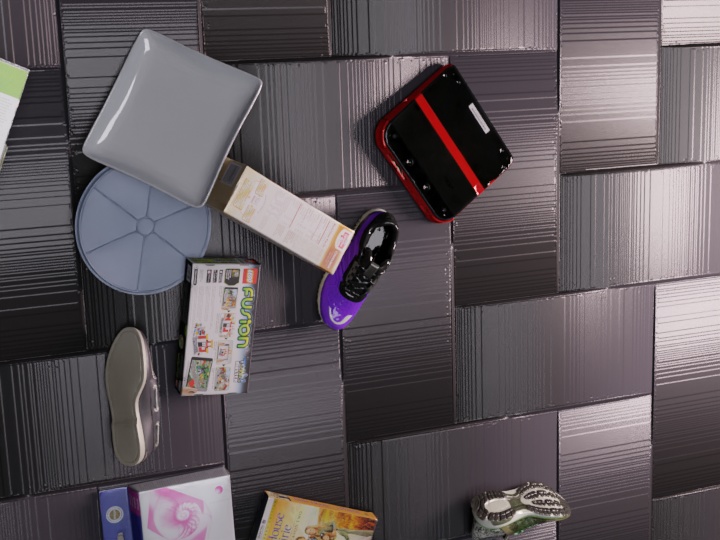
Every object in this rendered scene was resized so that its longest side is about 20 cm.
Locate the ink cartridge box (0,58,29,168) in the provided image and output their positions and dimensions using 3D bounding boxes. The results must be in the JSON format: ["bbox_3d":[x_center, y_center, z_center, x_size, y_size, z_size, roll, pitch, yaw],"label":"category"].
[{"bbox_3d":[-0.537,-0.194,1.419,0.146,0.076,0.203,19,91,-22],"label":"ink cartridge box"}]

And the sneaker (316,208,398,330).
[{"bbox_3d":[0.000,0.000,1.641,0.069,0.099,0.203,26,90,-20],"label":"sneaker"}]

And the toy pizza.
[{"bbox_3d":[-0.312,-0.066,1.548,0.197,0.032,0.204,-6,104,-23],"label":"toy pizza"}]

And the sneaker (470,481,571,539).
[{"bbox_3d":[0.268,0.423,1.851,0.197,0.077,0.090,1,131,-22],"label":"sneaker"}]

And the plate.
[{"bbox_3d":[-0.260,-0.210,1.496,0.197,0.032,0.203,24,83,9],"label":"plate"}]

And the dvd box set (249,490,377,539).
[{"bbox_3d":[-0.083,0.445,1.729,0.197,0.029,0.149,18,93,-23],"label":"dvd box set"}]

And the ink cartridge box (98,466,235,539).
[{"bbox_3d":[-0.289,0.417,1.641,0.197,0.043,0.200,-8,103,-21],"label":"ink cartridge box"}]

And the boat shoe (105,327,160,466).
[{"bbox_3d":[-0.329,0.182,1.586,0.062,0.071,0.204,-9,100,-63],"label":"boat shoe"}]

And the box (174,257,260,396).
[{"bbox_3d":[-0.212,0.084,1.597,0.108,0.035,0.204,1,104,-28],"label":"box"}]

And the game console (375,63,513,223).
[{"bbox_3d":[0.132,-0.195,1.700,0.177,0.031,0.201,-42,112,-14],"label":"game console"}]

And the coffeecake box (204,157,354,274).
[{"bbox_3d":[-0.130,-0.083,1.532,0.199,0.153,0.074,30,87,-33],"label":"coffeecake box"}]
